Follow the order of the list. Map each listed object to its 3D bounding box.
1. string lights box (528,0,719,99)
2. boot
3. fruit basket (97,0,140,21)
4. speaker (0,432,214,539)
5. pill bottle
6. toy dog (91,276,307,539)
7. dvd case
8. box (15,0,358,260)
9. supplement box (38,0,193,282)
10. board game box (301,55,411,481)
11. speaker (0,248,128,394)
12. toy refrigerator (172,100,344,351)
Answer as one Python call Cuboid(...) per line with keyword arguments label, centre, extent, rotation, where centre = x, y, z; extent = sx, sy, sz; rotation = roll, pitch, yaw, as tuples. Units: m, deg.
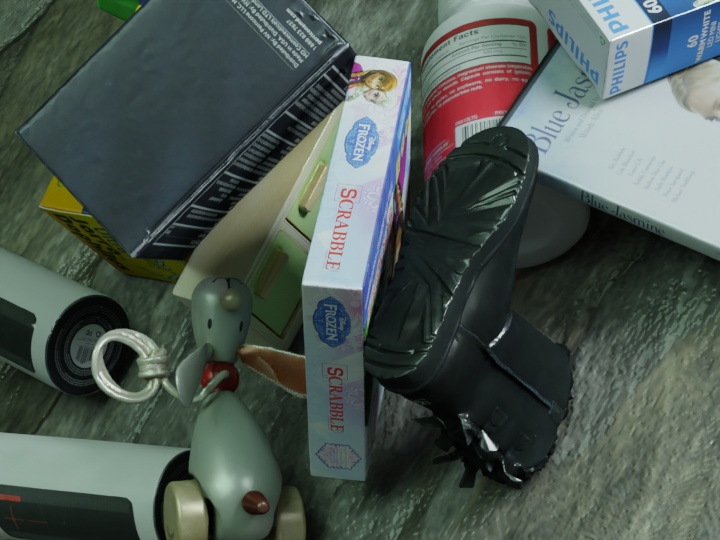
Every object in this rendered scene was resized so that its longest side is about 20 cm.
Cuboid(label="string lights box", centre=(0.222, -0.196, 1.403), extent=(0.199, 0.059, 0.103), rotation=(-22, 56, -16))
Cuboid(label="boot", centre=(0.088, 0.030, 1.351), extent=(0.073, 0.162, 0.199), rotation=(9, 67, 41))
Cuboid(label="fruit basket", centre=(-0.105, -0.279, 1.717), extent=(0.215, 0.216, 0.156), rotation=(-8, 57, 33))
Cuboid(label="speaker", centre=(-0.196, 0.162, 1.533), extent=(0.199, 0.081, 0.081), rotation=(2, 63, 36))
Cuboid(label="pill bottle", centre=(0.098, -0.111, 1.474), extent=(0.112, 0.112, 0.201), rotation=(-19, 51, 26))
Cuboid(label="toy dog", centre=(-0.086, 0.102, 1.423), extent=(0.132, 0.201, 0.096), rotation=(-21, -6, -25))
Cuboid(label="dvd case", centre=(0.199, -0.089, 1.374), extent=(0.199, 0.018, 0.143), rotation=(24, 61, 19))
Cuboid(label="box", centre=(-0.109, -0.116, 1.448), extent=(0.123, 0.200, 0.198), rotation=(45, 93, 4))
Cuboid(label="supplement box", centre=(-0.141, -0.103, 1.649), extent=(0.109, 0.109, 0.201), rotation=(9, 67, 40))
Cuboid(label="board game box", centre=(0.000, 0.000, 1.397), extent=(0.041, 0.200, 0.200), rotation=(7, 51, 6))
Cuboid(label="speaker", centre=(-0.272, 0.031, 1.669), extent=(0.200, 0.081, 0.081), rotation=(22, 76, 43))
Cuboid(label="toy refrigerator", centre=(-0.050, -0.045, 1.567), extent=(0.070, 0.076, 0.200), rotation=(15, 70, 42))
